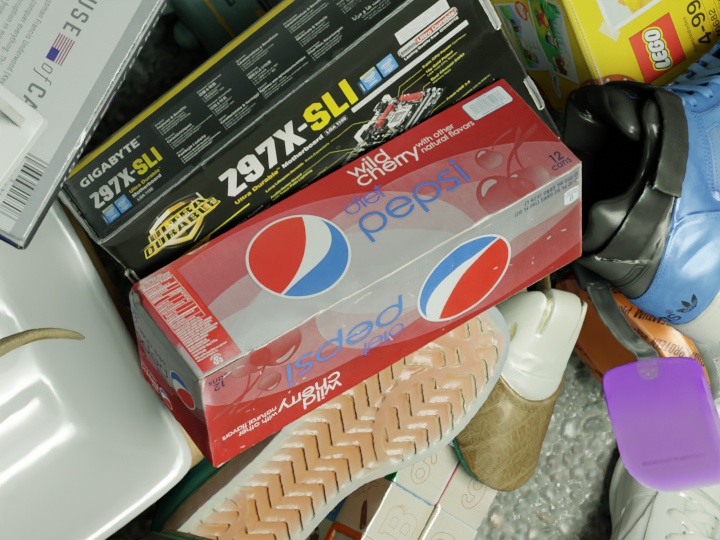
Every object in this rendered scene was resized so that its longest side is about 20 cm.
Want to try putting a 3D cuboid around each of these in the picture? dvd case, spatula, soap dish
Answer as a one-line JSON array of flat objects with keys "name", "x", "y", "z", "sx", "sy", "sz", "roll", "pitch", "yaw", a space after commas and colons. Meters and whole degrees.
[{"name": "dvd case", "x": -0.189, "y": -0.121, "z": 1.198, "sx": 0.199, "sy": 0.025, "sz": 0.151, "roll": 30, "pitch": 83, "yaw": 1}, {"name": "spatula", "x": 0.119, "y": 0.017, "z": 1.364, "sx": 0.056, "sy": 0.201, "sz": 0.021, "roll": -8, "pitch": 145, "yaw": -22}, {"name": "soap dish", "x": -0.179, "y": 0.044, "z": 1.263, "sx": 0.157, "sy": 0.081, "sz": 0.201, "roll": -36, "pitch": 115, "yaw": -20}]

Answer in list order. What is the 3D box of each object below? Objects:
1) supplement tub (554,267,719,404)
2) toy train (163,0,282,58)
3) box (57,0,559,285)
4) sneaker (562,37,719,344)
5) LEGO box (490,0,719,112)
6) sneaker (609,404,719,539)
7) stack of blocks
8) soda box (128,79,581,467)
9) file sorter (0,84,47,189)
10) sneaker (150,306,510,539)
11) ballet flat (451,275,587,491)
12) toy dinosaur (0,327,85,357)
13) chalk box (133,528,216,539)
[{"name": "supplement tub", "x": 0.200, "y": -0.018, "z": 1.450, "sx": 0.200, "sy": 0.122, "sz": 0.123, "roll": -40, "pitch": 117, "yaw": -18}, {"name": "toy train", "x": -0.044, "y": -0.144, "z": 1.310, "sx": 0.114, "sy": 0.085, "sz": 0.200, "roll": -39, "pitch": 120, "yaw": -3}, {"name": "box", "x": -0.019, "y": -0.051, "z": 1.280, "sx": 0.200, "sy": 0.049, "sz": 0.160, "roll": -38, "pitch": 145, "yaw": -1}, {"name": "sneaker", "x": 0.157, "y": -0.078, "z": 1.343, "sx": 0.111, "sy": 0.077, "sz": 0.201, "roll": 30, "pitch": 75, "yaw": -25}, {"name": "LEGO box", "x": 0.122, "y": -0.198, "z": 1.393, "sx": 0.149, "sy": 0.077, "sz": 0.201, "roll": -34, "pitch": 115, "yaw": -21}, {"name": "sneaker", "x": 0.160, "y": 0.155, "z": 1.475, "sx": 0.075, "sy": 0.099, "sz": 0.201, "roll": 31, "pitch": 82, "yaw": -29}, {"name": "stack of blocks", "x": -0.012, "y": 0.168, "z": 1.367, "sx": 0.058, "sy": 0.115, "sz": 0.201, "roll": 33, "pitch": 82, "yaw": -31}, {"name": "soda box", "x": 0.000, "y": 0.000, "z": 1.254, "sx": 0.199, "sy": 0.063, "sz": 0.070, "roll": -29, "pitch": 147, "yaw": -18}, {"name": "file sorter", "x": -0.247, "y": -0.067, "z": 1.117, "sx": 0.200, "sy": 0.125, "sz": 0.139, "roll": 36, "pitch": 88, "yaw": 1}, {"name": "sneaker", "x": -0.022, "y": 0.067, "z": 1.332, "sx": 0.200, "sy": 0.080, "sz": 0.071, "roll": -39, "pitch": 120, "yaw": 7}, {"name": "ballet flat", "x": 0.073, "y": 0.000, "z": 1.360, "sx": 0.068, "sy": 0.072, "sz": 0.201, "roll": 15, "pitch": 62, "yaw": -39}, {"name": "toy dinosaur", "x": -0.187, "y": 0.062, "z": 1.164, "sx": 0.058, "sy": 0.101, "sz": 0.200, "roll": 44, "pitch": 63, "yaw": 0}, {"name": "chalk box", "x": -0.081, "y": 0.194, "z": 1.236, "sx": 0.199, "sy": 0.125, "sz": 0.125, "roll": -21, "pitch": 108, "yaw": -37}]
